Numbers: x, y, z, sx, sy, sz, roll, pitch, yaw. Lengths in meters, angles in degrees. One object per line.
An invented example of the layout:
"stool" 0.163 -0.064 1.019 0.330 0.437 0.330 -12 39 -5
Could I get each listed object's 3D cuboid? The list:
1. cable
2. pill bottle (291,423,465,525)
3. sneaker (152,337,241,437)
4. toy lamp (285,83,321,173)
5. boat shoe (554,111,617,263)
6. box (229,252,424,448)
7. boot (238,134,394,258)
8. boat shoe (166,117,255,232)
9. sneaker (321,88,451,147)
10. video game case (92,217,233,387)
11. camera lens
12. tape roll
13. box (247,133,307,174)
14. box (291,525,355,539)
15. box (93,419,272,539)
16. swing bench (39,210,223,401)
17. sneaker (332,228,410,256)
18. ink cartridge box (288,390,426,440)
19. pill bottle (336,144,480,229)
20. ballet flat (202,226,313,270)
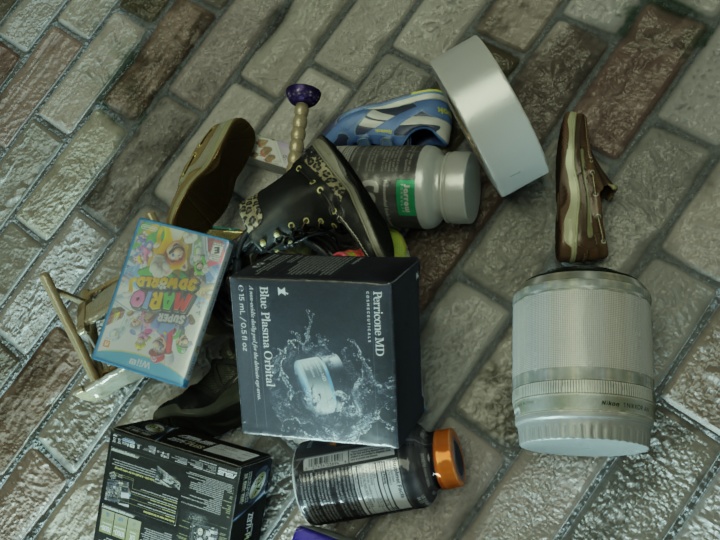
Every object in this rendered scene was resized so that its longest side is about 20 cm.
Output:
"cable" -0.113 0.009 1.251 0.163 0.051 0.200 45 105 2
"pill bottle" 0.025 0.246 1.119 0.200 0.106 0.106 -13 68 14
"sneaker" -0.194 0.161 1.250 0.199 0.076 0.114 -24 41 29
"toy lamp" -0.093 -0.163 1.286 0.058 0.058 0.200 -1 73 19
"boat shoe" 0.291 -0.106 1.174 0.075 0.075 0.203 3 78 6
"box" -0.036 0.089 1.070 0.200 0.117 0.197 2 104 19
"boot" -0.057 -0.057 1.158 0.154 0.073 0.204 -35 62 11
"boat shoe" -0.223 -0.132 1.315 0.066 0.074 0.200 8 61 44
"sneaker" 0.036 -0.190 1.286 0.200 0.074 0.082 -15 69 15
"video game case" -0.262 0.040 1.207 0.143 0.018 0.200 14 81 18
"camera lens" 0.256 0.105 1.056 0.160 0.160 0.200 -3 71 19
"tape roll" 0.165 -0.196 1.171 0.071 0.202 0.203 -28 65 7
"box" -0.113 -0.165 1.347 0.200 0.041 0.039 19 80 25
"box" -0.015 0.426 1.072 0.184 0.105 0.200 14 76 23
"box" -0.230 0.299 1.179 0.200 0.086 0.164 10 93 22
"swing bench" -0.317 0.059 1.297 0.199 0.130 0.200 -27 70 8
"sneaker" 0.000 0.000 1.191 0.078 0.090 0.200 0 40 35
"ink cartridge box" -0.026 0.145 1.193 0.200 0.068 0.116 -15 67 14
"pill bottle" 0.054 -0.113 1.229 0.200 0.113 0.113 2 72 21
"ballet flat" -0.161 -0.030 1.303 0.200 0.071 0.071 0 72 17
